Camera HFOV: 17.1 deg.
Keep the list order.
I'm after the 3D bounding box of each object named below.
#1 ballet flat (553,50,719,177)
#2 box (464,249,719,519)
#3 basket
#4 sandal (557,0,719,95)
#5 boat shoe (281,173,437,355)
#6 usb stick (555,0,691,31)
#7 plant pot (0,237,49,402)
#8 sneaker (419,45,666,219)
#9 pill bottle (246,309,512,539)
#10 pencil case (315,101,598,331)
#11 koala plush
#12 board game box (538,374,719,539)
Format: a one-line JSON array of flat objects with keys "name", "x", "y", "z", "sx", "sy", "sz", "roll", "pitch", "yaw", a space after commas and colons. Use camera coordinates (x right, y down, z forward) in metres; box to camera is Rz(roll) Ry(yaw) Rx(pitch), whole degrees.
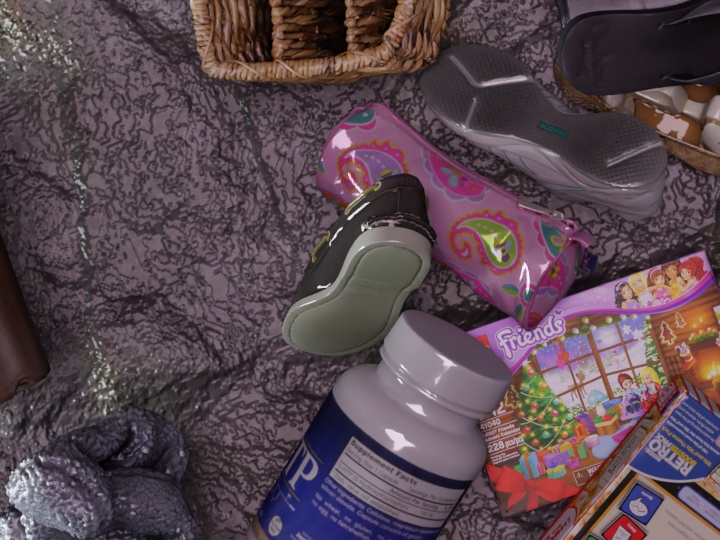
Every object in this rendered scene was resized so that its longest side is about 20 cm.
[{"name": "ballet flat", "x": 0.230, "y": -0.114, "z": 1.694, "sx": 0.200, "sy": 0.065, "sz": 0.071, "roll": 20, "pitch": 85, "yaw": 4}, {"name": "box", "x": 0.173, "y": 0.081, "z": 1.712, "sx": 0.200, "sy": 0.039, "sz": 0.137, "roll": -20, "pitch": 87, "yaw": 5}, {"name": "basket", "x": -0.025, "y": -0.231, "z": 1.657, "sx": 0.143, "sy": 0.149, "sz": 0.200, "roll": -4, "pitch": 89, "yaw": 32}, {"name": "sandal", "x": 0.236, "y": -0.156, "z": 1.637, "sx": 0.200, "sy": 0.043, "sz": 0.076, "roll": -15, "pitch": 106, "yaw": -4}, {"name": "boat shoe", "x": 0.000, "y": 0.000, "z": 1.670, "sx": 0.072, "sy": 0.201, "sz": 0.061, "roll": 14, "pitch": 61, "yaw": -17}, {"name": "usb stick", "x": 0.233, "y": -0.200, "z": 1.674, "sx": 0.200, "sy": 0.033, "sz": 0.056, "roll": -9, "pitch": 73, "yaw": 0}, {"name": "plant pot", "x": -0.327, "y": 0.015, "z": 1.685, "sx": 0.200, "sy": 0.200, "sz": 0.198, "roll": -24, "pitch": 96, "yaw": 5}, {"name": "sneaker", "x": 0.126, "y": -0.090, "z": 1.694, "sx": 0.200, "sy": 0.080, "sz": 0.070, "roll": 31, "pitch": 71, "yaw": 24}, {"name": "pill bottle", "x": 0.017, "y": 0.134, "z": 1.669, "sx": 0.120, "sy": 0.120, "sz": 0.200, "roll": 32, "pitch": 104, "yaw": 5}, {"name": "pencil case", "x": 0.066, "y": -0.041, "z": 1.685, "sx": 0.200, "sy": 0.087, "sz": 0.087, "roll": 33, "pitch": 93, "yaw": 17}, {"name": "koala plush", "x": -0.152, "y": 0.214, "z": 1.669, "sx": 0.200, "sy": 0.184, "sz": 0.177, "roll": 49, "pitch": 127, "yaw": 9}, {"name": "board game box", "x": 0.219, "y": 0.197, "z": 1.679, "sx": 0.151, "sy": 0.046, "sz": 0.200, "roll": 38, "pitch": 100, "yaw": -7}]
